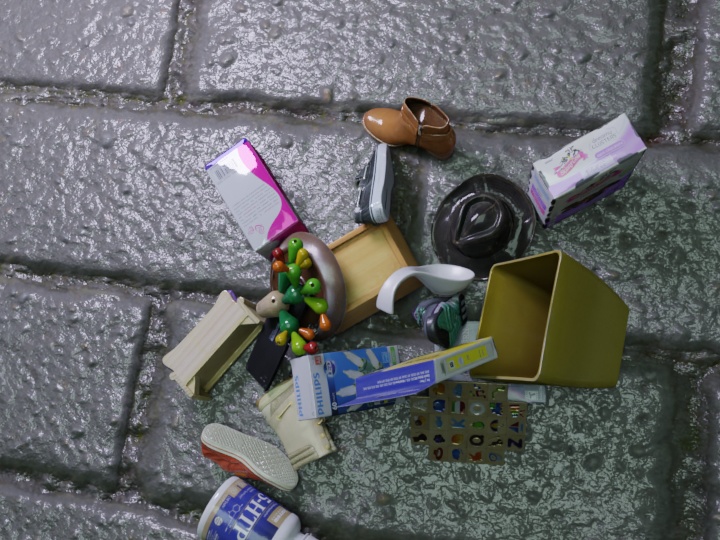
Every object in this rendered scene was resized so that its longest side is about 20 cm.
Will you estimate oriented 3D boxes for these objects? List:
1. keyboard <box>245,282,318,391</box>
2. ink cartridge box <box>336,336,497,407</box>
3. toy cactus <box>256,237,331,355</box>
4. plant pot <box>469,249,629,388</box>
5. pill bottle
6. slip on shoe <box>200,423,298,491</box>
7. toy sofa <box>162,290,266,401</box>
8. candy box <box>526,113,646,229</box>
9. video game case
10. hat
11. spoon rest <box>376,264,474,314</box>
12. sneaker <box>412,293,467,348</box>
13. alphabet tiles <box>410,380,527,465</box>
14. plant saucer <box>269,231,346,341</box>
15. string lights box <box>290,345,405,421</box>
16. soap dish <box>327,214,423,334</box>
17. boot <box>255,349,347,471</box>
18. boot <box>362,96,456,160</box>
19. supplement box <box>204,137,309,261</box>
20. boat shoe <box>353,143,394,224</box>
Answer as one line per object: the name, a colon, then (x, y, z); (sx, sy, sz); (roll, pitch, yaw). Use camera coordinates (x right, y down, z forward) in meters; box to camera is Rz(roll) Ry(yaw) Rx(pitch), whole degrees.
keyboard: (-0.132, 0.124, 1.224); (0.127, 0.020, 0.202); (37, 108, 39)
ink cartridge box: (0.087, 0.165, 1.111); (0.197, 0.198, 0.048); (-22, 80, 48)
toy cactus: (-0.128, 0.052, 1.171); (0.164, 0.101, 0.203); (-23, 77, 46)
plant pot: (0.319, 0.102, 1.130); (0.174, 0.200, 0.203); (19, 77, -19)
pill bottle: (-0.171, 0.461, 1.198); (0.198, 0.120, 0.121); (27, 85, 13)
slip on shoe: (-0.204, 0.349, 1.259); (0.198, 0.074, 0.062); (23, 119, 7)
toy sofa: (-0.267, 0.140, 1.294); (0.097, 0.083, 0.200); (41, 89, 20)
candy box: (0.376, -0.161, 1.172); (0.166, 0.200, 0.072); (-28, 76, 4)
video game case: (0.230, 0.163, 1.233); (0.197, 0.019, 0.145); (-1, 79, 9)
hat: (0.211, -0.078, 1.230); (0.198, 0.081, 0.204); (0, 90, 21)
spoon rest: (0.114, 0.017, 1.180); (0.099, 0.198, 0.062); (22, 121, 46)
sneaker: (0.122, 0.088, 1.176); (0.086, 0.200, 0.076); (-6, 94, 22)
alphabet tiles: (0.183, 0.262, 1.182); (0.197, 0.006, 0.169); (1, 115, 10)
plant saucer: (-0.105, 0.033, 1.249); (0.198, 0.032, 0.204); (13, 108, 42)
string lights box: (-0.019, 0.192, 1.185); (0.059, 0.198, 0.104); (-20, 76, 48)
soap dish: (0.000, 0.000, 1.272); (0.198, 0.081, 0.159); (-29, 76, 5)
boot: (-0.074, 0.251, 1.243); (0.199, 0.073, 0.157); (-34, 75, 4)
boot: (0.086, -0.278, 1.269); (0.197, 0.155, 0.075); (21, 84, 13)
supplement box: (-0.197, -0.133, 1.322); (0.101, 0.103, 0.201); (-33, 75, 2)
boat shoe: (0.020, -0.164, 1.269); (0.070, 0.073, 0.202); (-6, 42, 15)
